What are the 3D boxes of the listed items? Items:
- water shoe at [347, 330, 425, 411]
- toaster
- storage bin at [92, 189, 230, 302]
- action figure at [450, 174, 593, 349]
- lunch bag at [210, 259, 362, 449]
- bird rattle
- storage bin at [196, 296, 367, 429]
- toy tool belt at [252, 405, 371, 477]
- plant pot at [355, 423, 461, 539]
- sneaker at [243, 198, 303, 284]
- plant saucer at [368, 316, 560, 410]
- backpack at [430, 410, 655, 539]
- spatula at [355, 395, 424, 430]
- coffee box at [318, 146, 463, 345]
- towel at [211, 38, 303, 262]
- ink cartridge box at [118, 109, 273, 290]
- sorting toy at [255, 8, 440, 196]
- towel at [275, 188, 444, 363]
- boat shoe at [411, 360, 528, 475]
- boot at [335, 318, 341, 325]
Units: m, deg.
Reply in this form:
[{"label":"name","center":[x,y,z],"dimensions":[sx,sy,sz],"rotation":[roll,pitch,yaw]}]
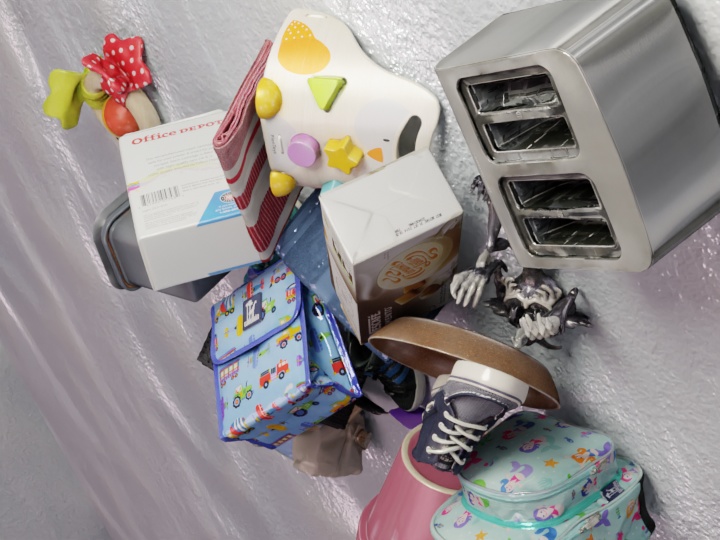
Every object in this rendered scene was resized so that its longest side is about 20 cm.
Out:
[{"label":"water shoe","center":[0.018,0.097,1.341],"dimensions":[0.071,0.079,0.201],"rotation":[24,140,45]},{"label":"toaster","center":[0.170,-0.101,0.836],"dimensions":[0.199,0.118,0.182],"rotation":[4,126,56]},{"label":"storage bin","center":[-0.211,-0.044,1.436],"dimensions":[0.134,0.200,0.146],"rotation":[21,139,33]},{"label":"action figure","center":[0.141,0.011,1.028],"dimensions":[0.118,0.102,0.201],"rotation":[14,132,35]},{"label":"lunch bag","center":[-0.100,0.083,1.328],"dimensions":[0.150,0.094,0.201],"rotation":[-34,56,30]},{"label":"bird rattle","center":[-0.324,-0.236,1.532],"dimensions":[0.199,0.113,0.163],"rotation":[-6,129,45]},{"label":"storage bin","center":[-0.100,0.119,1.471],"dimensions":[0.135,0.094,0.199],"rotation":[27,178,-44]},{"label":"toy tool belt","center":[-0.071,0.202,1.592],"dimensions":[0.199,0.124,0.124],"rotation":[19,99,43]},{"label":"plant pot","center":[0.099,0.283,1.324],"dimensions":[0.200,0.199,0.180],"rotation":[34,131,34]},{"label":"sneaker","center":[-0.102,-0.029,1.389],"dimensions":[0.078,0.079,0.200],"rotation":[45,151,17]},{"label":"plant saucer","center":[0.106,0.089,1.122],"dimensions":[0.199,0.035,0.200],"rotation":[19,168,4]},{"label":"backpack","center":[0.172,0.244,1.132],"dimensions":[0.177,0.200,0.151],"rotation":[13,132,53]},{"label":"spatula","center":[0.033,0.176,1.439],"dimensions":[0.199,0.056,0.021],"rotation":[8,97,57]},{"label":"coffee box","center":[0.029,-0.018,1.094],"dimensions":[0.200,0.114,0.080],"rotation":[87,157,-65]},{"label":"towel","center":[-0.094,-0.119,1.181],"dimensions":[0.023,0.145,0.201],"rotation":[13,150,19]},{"label":"ink cartridge box","center":[-0.193,-0.087,1.319],"dimensions":[0.201,0.143,0.085],"rotation":[-112,10,-45]},{"label":"sorting toy","center":[0.001,-0.134,1.119],"dimensions":[0.179,0.107,0.201],"rotation":[15,137,24]},{"label":"towel","center":[0.000,0.000,1.242],"dimensions":[0.200,0.112,0.048],"rotation":[45,-170,22]},{"label":"boat shoe","center":[0.099,0.144,1.064],"dimensions":[0.074,0.093,0.200],"rotation":[21,167,0]},{"label":"boot","center":[-0.061,0.043,1.422],"dimensions":[0.076,0.074,0.200],"rotation":[52,151,-10]}]
